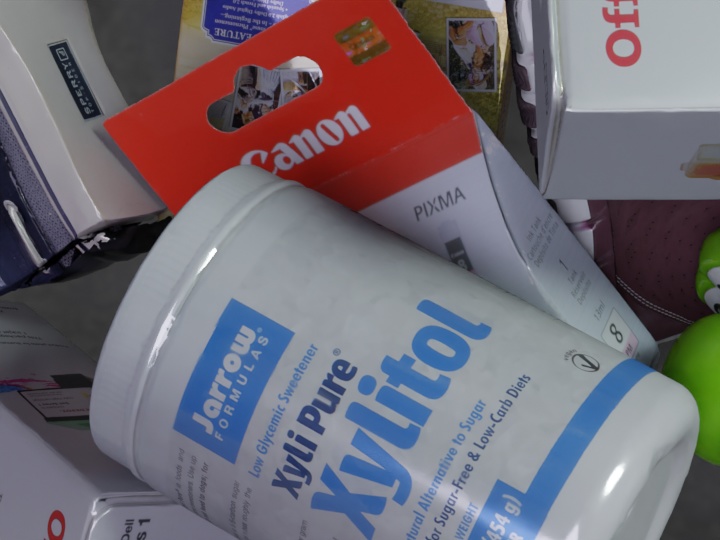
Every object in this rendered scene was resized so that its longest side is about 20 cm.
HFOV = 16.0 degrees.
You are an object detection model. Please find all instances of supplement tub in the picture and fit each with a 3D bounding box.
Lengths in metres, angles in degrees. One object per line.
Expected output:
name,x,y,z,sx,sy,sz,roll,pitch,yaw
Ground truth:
supplement tub,0.014,0.060,0.961,0.199,0.132,0.133,27,107,16

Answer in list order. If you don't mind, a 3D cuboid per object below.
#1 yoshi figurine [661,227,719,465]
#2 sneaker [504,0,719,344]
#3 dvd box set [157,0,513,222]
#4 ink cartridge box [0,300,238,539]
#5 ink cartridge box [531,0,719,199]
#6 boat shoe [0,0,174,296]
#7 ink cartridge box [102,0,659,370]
yoshi figurine,0.194,0.066,0.977,0.200,0.112,0.113,37,124,22
sneaker,0.125,-0.061,1.038,0.115,0.076,0.201,-12,121,7
dvd box set,-0.007,-0.077,1.092,0.145,0.029,0.202,10,104,11
ink cartridge box,-0.144,0.116,1.087,0.200,0.084,0.146,34,113,47
ink cartridge box,0.159,-0.105,0.905,0.198,0.084,0.146,0,68,-2
boat shoe,-0.160,-0.084,1.110,0.092,0.074,0.201,-28,81,38
ink cartridge box,0.000,0.000,1.040,0.162,0.057,0.200,-25,117,37
